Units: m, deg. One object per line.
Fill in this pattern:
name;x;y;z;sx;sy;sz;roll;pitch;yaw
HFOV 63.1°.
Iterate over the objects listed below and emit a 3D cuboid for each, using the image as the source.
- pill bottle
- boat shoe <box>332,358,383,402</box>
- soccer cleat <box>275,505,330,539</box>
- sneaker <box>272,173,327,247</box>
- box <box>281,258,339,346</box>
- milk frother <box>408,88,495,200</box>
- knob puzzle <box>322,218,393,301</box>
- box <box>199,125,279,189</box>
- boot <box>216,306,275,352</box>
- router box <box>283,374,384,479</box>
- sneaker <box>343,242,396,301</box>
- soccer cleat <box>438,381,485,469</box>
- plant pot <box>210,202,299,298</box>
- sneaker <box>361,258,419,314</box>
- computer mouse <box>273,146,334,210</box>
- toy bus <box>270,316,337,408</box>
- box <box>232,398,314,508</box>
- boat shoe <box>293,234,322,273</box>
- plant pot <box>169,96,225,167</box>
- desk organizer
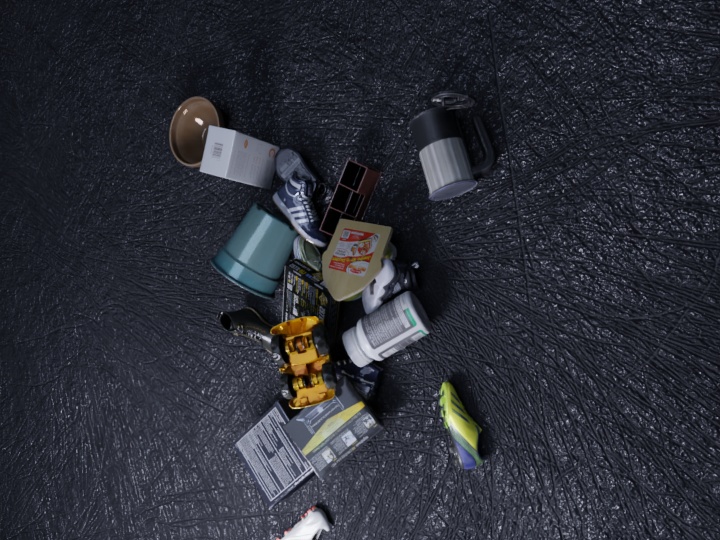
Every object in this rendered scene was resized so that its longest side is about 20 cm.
pill bottle;0.062;0.145;1.417;0.198;0.113;0.114;-31;75;14
boat shoe;-0.032;0.250;1.510;0.198;0.075;0.094;27;94;18
soccer cleat;-0.161;0.714;1.564;0.200;0.069;0.078;-46;72;16
sneaker;-0.137;-0.163;1.540;0.200;0.070;0.109;47;110;11
box;-0.130;0.092;1.525;0.158;0.049;0.202;27;130;25
milk frother;0.202;-0.285;1.323;0.178;0.199;0.191;-20;80;22
knob puzzle;-0.016;-0.019;1.418;0.217;0.030;0.223;-18;58;31
box;-0.326;-0.306;1.603;0.096;0.199;0.126;17;96;27
boot;-0.292;0.177;1.606;0.199;0.138;0.078;32;103;24
router box;-0.064;0.379;1.430;0.199;0.052;0.158;-38;79;0
sneaker;0.000;0.000;1.483;0.078;0.090;0.200;48;111;19
soccer cleat;0.237;0.358;1.373;0.082;0.065;0.203;-13;77;-3
plant pot;-0.270;-0.062;1.582;0.199;0.200;0.198;34;96;24
sneaker;0.078;0.043;1.448;0.201;0.112;0.076;116;143;-50
computer mouse;-0.162;-0.245;1.603;0.138;0.053;0.201;-35;85;20
toy bus;-0.125;0.218;1.437;0.134;0.192;0.203;-15;84;5
box;-0.198;0.473;1.556;0.198;0.123;0.201;-43;72;20
boat shoe;-0.111;-0.004;1.543;0.062;0.071;0.202;-24;91;50
plant pot;-0.465;-0.403;1.742;0.198;0.092;0.205;-1;87;28
desk organizer;-0.027;-0.178;1.509;0.071;0.077;0.203;28;101;26
